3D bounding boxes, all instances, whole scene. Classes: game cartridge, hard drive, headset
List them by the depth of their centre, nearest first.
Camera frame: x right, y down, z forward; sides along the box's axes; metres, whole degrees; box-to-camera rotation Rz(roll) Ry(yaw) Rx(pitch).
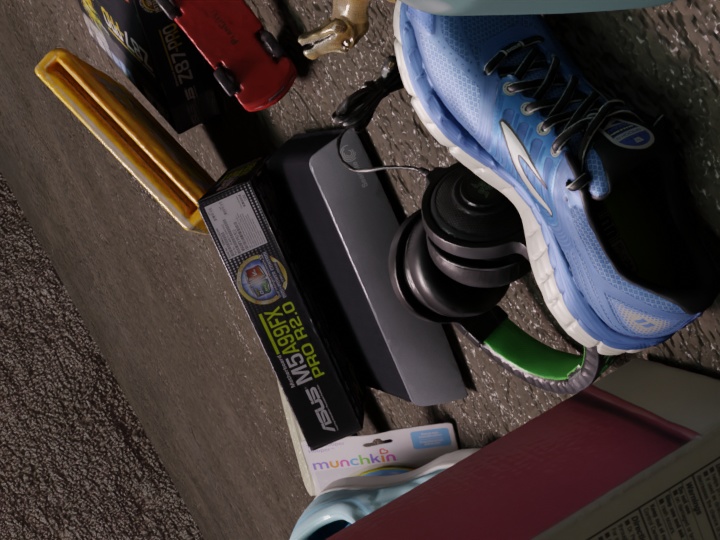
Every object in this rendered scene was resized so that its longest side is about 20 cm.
[{"bbox_3d":[0.066,-0.025,0.729,0.200,0.094,0.124,45,156,6],"label":"headset"},{"bbox_3d":[0.000,0.000,0.959,0.201,0.042,0.135,67,162,-12],"label":"hard drive"},{"bbox_3d":[-0.173,-0.101,1.141,0.176,0.032,0.200,46,-176,3],"label":"game cartridge"}]

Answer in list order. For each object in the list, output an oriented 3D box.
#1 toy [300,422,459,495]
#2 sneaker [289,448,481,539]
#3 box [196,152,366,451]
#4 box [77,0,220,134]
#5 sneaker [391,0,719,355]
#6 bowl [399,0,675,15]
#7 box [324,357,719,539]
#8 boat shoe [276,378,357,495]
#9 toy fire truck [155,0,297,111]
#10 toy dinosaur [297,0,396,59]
[{"bbox_3d":[0.031,0.208,1.053,0.047,0.115,0.200,-90,-12,-50],"label":"toy"},{"bbox_3d":[0.033,0.180,0.940,0.200,0.082,0.074,-21,104,39],"label":"sneaker"},{"bbox_3d":[-0.053,0.018,1.038,0.160,0.044,0.200,-84,-29,-78],"label":"box"},{"bbox_3d":[-0.200,-0.234,1.179,0.200,0.049,0.161,47,161,40],"label":"box"},{"bbox_3d":[0.091,-0.060,0.582,0.200,0.078,0.089,55,155,-4],"label":"sneaker"},{"bbox_3d":[0.038,-0.172,0.484,0.201,0.105,0.201,50,155,34],"label":"bowl"},{"bbox_3d":[0.099,0.146,0.628,0.109,0.200,0.128,16,131,67],"label":"box"},{"bbox_3d":[-0.039,0.093,1.184,0.075,0.062,0.201,108,147,-73],"label":"boat shoe"},{"bbox_3d":[-0.118,-0.195,0.970,0.200,0.049,0.141,51,-179,-1],"label":"toy fire truck"},{"bbox_3d":[0.016,-0.169,0.677,0.101,0.058,0.200,49,152,-12],"label":"toy dinosaur"}]
